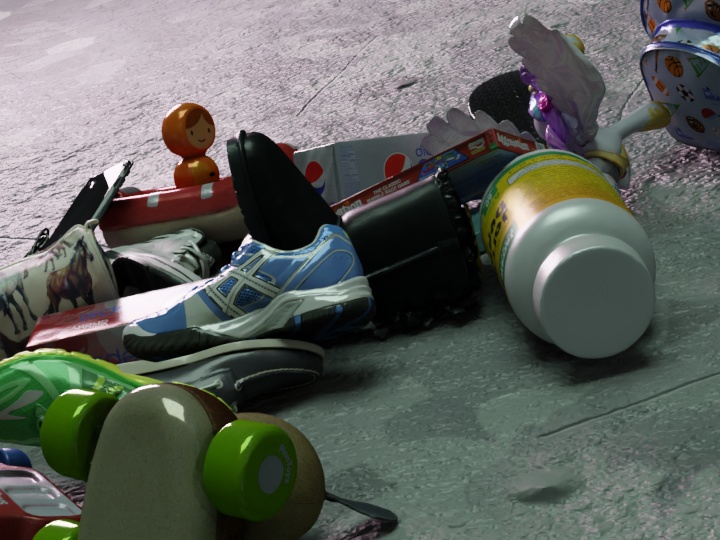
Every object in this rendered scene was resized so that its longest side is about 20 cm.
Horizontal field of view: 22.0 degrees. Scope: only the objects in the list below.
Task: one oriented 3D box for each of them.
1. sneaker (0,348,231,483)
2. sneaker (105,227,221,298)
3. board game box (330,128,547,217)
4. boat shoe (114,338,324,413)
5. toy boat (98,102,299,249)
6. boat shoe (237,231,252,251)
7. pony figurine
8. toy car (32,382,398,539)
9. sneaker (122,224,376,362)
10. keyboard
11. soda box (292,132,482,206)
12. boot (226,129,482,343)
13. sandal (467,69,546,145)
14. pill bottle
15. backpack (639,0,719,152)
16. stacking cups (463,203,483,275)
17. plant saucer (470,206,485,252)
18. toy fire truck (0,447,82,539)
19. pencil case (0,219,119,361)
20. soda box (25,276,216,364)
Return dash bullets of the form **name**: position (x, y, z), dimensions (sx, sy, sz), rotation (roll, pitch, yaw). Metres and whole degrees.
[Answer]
- **sneaker**: position (-0.182, 0.109, 1.283), dimensions (0.198, 0.075, 0.084), rotation (9, 32, 3)
- **sneaker**: position (-0.157, -0.002, 1.605), dimensions (0.115, 0.076, 0.200), rotation (-28, 22, -30)
- **board game box**: position (0.049, -0.062, 1.514), dimensions (0.199, 0.020, 0.103), rotation (-25, -17, 26)
- **boat shoe**: position (-0.119, 0.098, 1.375), dimensions (0.198, 0.063, 0.073), rotation (-9, -23, -12)
- **toy boat**: position (-0.151, -0.092, 1.731), dimensions (0.198, 0.132, 0.130), rotation (-9, 6, 13)
- **boat shoe**: position (-0.052, -0.024, 1.633), dimensions (0.202, 0.075, 0.075), rotation (-42, -1, -42)
- **pony figurine**: position (0.174, -0.125, 1.585), dimensions (0.167, 0.193, 0.200), rotation (-48, 7, 33)
- **toy car**: position (-0.075, 0.151, 1.137), dimensions (0.163, 0.160, 0.199), rotation (7, 0, 37)
- **sneaker**: position (-0.086, 0.024, 1.402), dimensions (0.198, 0.078, 0.076), rotation (-14, -18, 10)
- **keyboard**: position (-0.278, -0.012, 1.679), dimensions (0.127, 0.021, 0.201), rotation (-16, 37, 50)
- **soda box**: position (0.042, -0.086, 1.624), dimensions (0.198, 0.064, 0.068), rotation (-9, 0, -35)
- **boot**: position (-0.001, -0.038, 1.441), dimensions (0.161, 0.200, 0.074), rotation (-17, 22, 10)
- **sandal**: position (0.149, -0.133, 1.812), dimensions (0.074, 0.045, 0.201), rotation (-16, 34, 9)
- **pill bottle**: position (0.155, -0.010, 1.373), dimensions (0.112, 0.114, 0.200), rotation (-14, 21, 0)
- **backpack**: position (0.334, -0.202, 1.645), dimensions (0.199, 0.192, 0.154), rotation (10, 47, 47)
- **stacking cups**: position (0.000, 0.000, 1.519), dimensions (0.198, 0.061, 0.061), rotation (-16, 20, 5)
- **plant saucer**: position (0.069, -0.023, 1.599), dimensions (0.198, 0.019, 0.070), rotation (-23, 22, -20)
- **toy fire truck**: position (-0.294, 0.154, 1.279), dimensions (0.166, 0.113, 0.200), rotation (5, 8, -30)
- **pencil case**: position (-0.292, 0.031, 1.540), dimensions (0.198, 0.090, 0.078), rotation (-25, 17, 1)
- **soda box**: position (-0.160, 0.056, 1.475), dimensions (0.198, 0.064, 0.070), rotation (-13, 20, 5)
